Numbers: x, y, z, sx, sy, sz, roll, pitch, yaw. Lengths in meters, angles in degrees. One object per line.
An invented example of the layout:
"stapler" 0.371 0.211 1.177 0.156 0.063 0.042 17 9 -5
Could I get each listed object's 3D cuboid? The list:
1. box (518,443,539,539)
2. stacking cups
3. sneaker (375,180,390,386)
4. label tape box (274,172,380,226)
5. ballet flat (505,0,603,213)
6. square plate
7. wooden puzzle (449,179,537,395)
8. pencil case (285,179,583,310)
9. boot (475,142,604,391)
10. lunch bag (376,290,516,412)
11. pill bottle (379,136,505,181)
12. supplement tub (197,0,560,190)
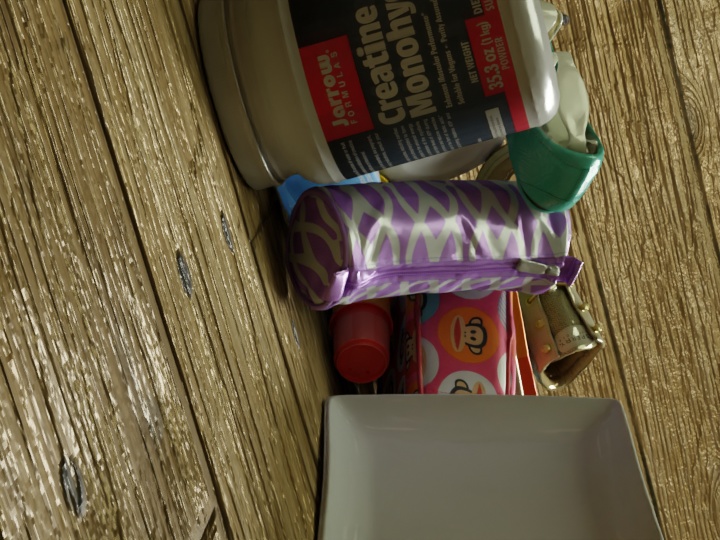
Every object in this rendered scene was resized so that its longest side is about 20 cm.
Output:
"box" 0.064 0.210 0.980 0.200 0.121 0.107 -87 163 -66
"stacking cups" 0.000 0.000 1.172 0.201 0.060 0.061 -92 166 -55
"sneaker" 0.037 0.023 1.286 0.071 0.079 0.202 -4 78 -74
"label tape box" -0.032 -0.112 1.116 0.143 0.065 0.202 58 17 -68
"ballet flat" 0.115 -0.137 1.048 0.067 0.070 0.202 1 59 -37
"square plate" 0.074 0.134 0.955 0.199 0.198 0.029 -89 180 -66
"wooden puzzle" 0.109 0.046 1.301 0.185 0.037 0.202 -117 -163 -62
"pencil case" 0.049 -0.016 1.038 0.086 0.198 0.084 61 -37 39
"boot" 0.149 -0.004 1.291 0.201 0.072 0.156 97 -27 -57
"lunch bag" 0.054 0.073 1.162 0.176 0.081 0.202 119 -22 -61
"pill bottle" 0.041 -0.181 1.271 0.112 0.111 0.202 59 15 -67
"supplement tub" 0.013 -0.134 0.961 0.140 0.198 0.142 -15 90 -83
